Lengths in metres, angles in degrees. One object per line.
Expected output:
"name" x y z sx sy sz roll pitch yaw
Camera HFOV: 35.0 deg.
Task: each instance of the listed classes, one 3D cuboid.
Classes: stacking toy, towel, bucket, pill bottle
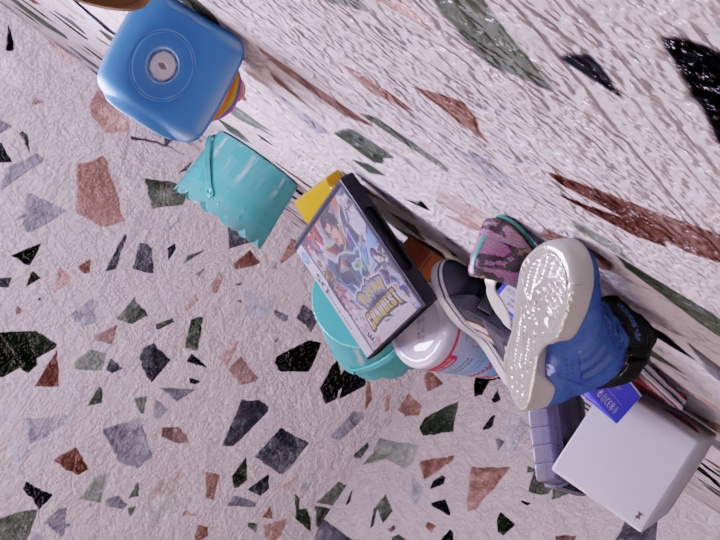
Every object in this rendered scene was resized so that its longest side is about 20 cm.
"stacking toy" -0.152 -0.180 1.078 0.116 0.110 0.200 32 -172 8
"towel" 0.260 0.083 1.273 0.144 0.023 0.200 39 174 -30
"bucket" 0.025 0.057 1.778 0.206 0.208 0.135 34 170 22
"bucket" -0.221 -0.147 2.056 0.206 0.135 0.207 34 177 2
"pill bottle" 0.142 0.083 1.489 0.199 0.110 0.109 13 -167 -42

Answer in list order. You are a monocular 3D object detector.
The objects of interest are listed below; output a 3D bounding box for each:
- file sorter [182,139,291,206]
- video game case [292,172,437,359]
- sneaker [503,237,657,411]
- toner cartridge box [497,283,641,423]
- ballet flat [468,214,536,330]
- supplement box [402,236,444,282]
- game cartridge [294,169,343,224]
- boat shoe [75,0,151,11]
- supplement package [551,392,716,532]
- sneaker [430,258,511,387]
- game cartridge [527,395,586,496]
"file sorter" -0.285 -0.174 2.555 0.199 0.125 0.139 35 177 19
"video game case" 0.000 0.000 1.409 0.181 0.025 0.200 56 151 9
"sneaker" 0.185 0.037 0.910 0.201 0.110 0.077 94 159 -50
"toner cartridge box" 0.212 0.081 1.164 0.095 0.043 0.200 43 180 40
"ballet flat" 0.155 0.027 0.994 0.200 0.071 0.069 37 178 -39
"supplement box" 0.126 0.033 1.624 0.200 0.069 0.066 35 180 -39
"game cartridge" -0.010 -0.039 1.502 0.177 0.032 0.200 57 163 -4
"boat shoe" -0.237 -0.267 0.904 0.199 0.073 0.072 24 -154 11
"supplement package" 0.322 0.210 1.324 0.121 0.120 0.200 34 -172 22
"sneaker" 0.170 0.055 1.388 0.079 0.079 0.200 -27 112 37
"game cartridge" 0.251 0.208 1.411 0.200 0.038 0.131 30 -133 -61
